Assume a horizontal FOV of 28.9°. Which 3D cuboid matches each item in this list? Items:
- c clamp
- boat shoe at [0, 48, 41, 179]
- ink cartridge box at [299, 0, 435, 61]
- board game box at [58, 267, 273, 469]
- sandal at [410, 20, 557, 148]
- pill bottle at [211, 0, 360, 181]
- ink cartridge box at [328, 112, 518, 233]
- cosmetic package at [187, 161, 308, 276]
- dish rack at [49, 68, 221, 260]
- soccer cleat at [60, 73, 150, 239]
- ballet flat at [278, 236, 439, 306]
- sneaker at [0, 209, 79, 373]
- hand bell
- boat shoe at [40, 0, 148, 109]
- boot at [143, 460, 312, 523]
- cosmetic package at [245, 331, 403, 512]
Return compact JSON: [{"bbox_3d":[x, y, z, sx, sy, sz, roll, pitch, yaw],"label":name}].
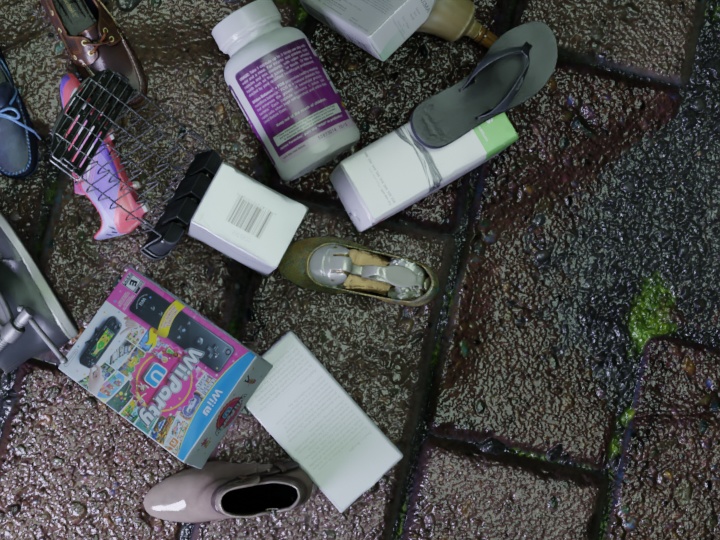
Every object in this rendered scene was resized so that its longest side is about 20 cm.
[{"bbox_3d":[-0.446,0.090,1.594,0.200,0.027,0.171,-39,78,22],"label":"c clamp"},{"bbox_3d":[-0.441,-0.202,1.638,0.084,0.069,0.200,-26,90,-7],"label":"boat shoe"},{"bbox_3d":[0.042,-0.358,1.665,0.200,0.161,0.050,-43,137,-8],"label":"ink cartridge box"},{"bbox_3d":[-0.225,0.111,1.612,0.200,0.064,0.148,33,84,20],"label":"board game box"},{"bbox_3d":[0.147,-0.206,1.571,0.200,0.043,0.076,-40,90,-8],"label":"sandal"},{"bbox_3d":[-0.092,-0.217,1.656,0.112,0.112,0.200,-30,91,-7],"label":"pill bottle"},{"bbox_3d":[0.071,-0.132,1.653,0.200,0.145,0.084,-30,90,-8],"label":"ink cartridge box"},{"bbox_3d":[-0.132,-0.055,1.600,0.113,0.200,0.081,29,85,-7],"label":"cosmetic package"},{"bbox_3d":[-0.263,-0.127,1.609,0.200,0.054,0.154,38,59,-23],"label":"dish rack"},{"bbox_3d":[-0.320,-0.135,1.653,0.076,0.067,0.200,-26,93,-3],"label":"soccer cleat"},{"bbox_3d":[0.000,0.000,1.678,0.199,0.071,0.071,12,86,-5],"label":"ballet flat"},{"bbox_3d":[-0.424,0.016,1.625,0.106,0.075,0.200,-32,92,-7],"label":"sneaker"},{"bbox_3d":[0.153,-0.286,1.711,0.200,0.104,0.104,29,84,-15],"label":"hand bell"},{"bbox_3d":[-0.323,-0.281,1.656,0.070,0.070,0.200,-37,93,-8],"label":"boat shoe"},{"bbox_3d":[-0.155,0.259,1.606,0.199,0.146,0.070,-13,90,-5],"label":"boot"},{"bbox_3d":[-0.054,0.178,1.659,0.101,0.071,0.200,-41,91,-6],"label":"cosmetic package"}]
